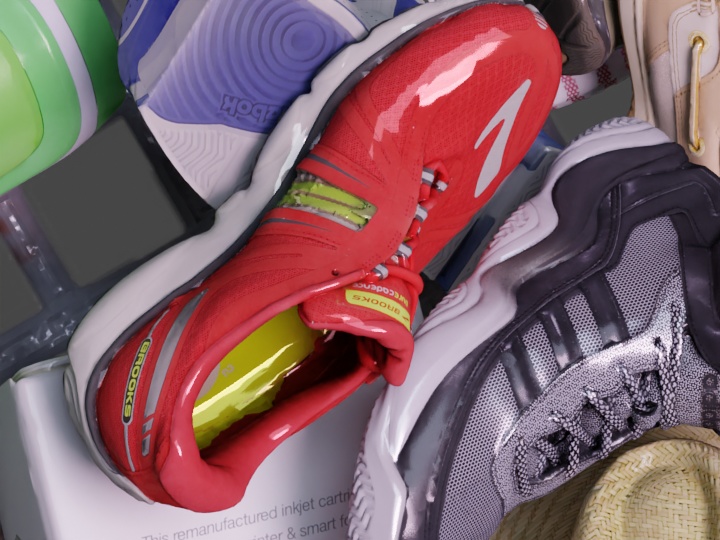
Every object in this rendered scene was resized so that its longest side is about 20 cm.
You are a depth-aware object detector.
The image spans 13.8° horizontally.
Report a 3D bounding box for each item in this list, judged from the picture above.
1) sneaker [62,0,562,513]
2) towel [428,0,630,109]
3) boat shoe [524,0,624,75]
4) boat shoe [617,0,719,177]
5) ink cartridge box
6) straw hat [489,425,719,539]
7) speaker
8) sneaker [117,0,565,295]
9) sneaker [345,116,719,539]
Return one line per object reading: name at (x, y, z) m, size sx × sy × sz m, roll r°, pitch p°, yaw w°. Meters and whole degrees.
sneaker at (0.000, 0.000, 0.920) m, size 0.200 × 0.085 × 0.077 m, roll -47°, pitch 129°, yaw -7°
towel at (0.103, -0.156, 1.118) m, size 0.199 × 0.030 × 0.147 m, roll -27°, pitch 88°, yaw -20°
boat shoe at (0.063, -0.172, 1.060) m, size 0.074 × 0.076 × 0.201 m, roll -22°, pitch 97°, yaw -26°
boat shoe at (0.133, -0.073, 1.035) m, size 0.074 × 0.069 × 0.201 m, roll -32°, pitch 133°, yaw -42°
ink cartridge box at (-0.034, 0.120, 0.991) m, size 0.144 × 0.087 × 0.201 m, roll -12°, pitch 84°, yaw -20°
straw hat at (0.109, 0.105, 0.992) m, size 0.200 × 0.085 × 0.202 m, roll -6°, pitch 70°, yaw 16°
speaker at (-0.179, -0.039, 0.981) m, size 0.199 × 0.088 × 0.089 m, roll -31°, pitch 89°, yaw -20°
sneaker at (-0.014, -0.062, 1.013) m, size 0.199 × 0.115 × 0.081 m, roll 27°, pitch 106°, yaw -42°
sneaker at (0.082, 0.039, 0.942) m, size 0.113 × 0.076 × 0.200 m, roll 23°, pitch 57°, yaw 24°
